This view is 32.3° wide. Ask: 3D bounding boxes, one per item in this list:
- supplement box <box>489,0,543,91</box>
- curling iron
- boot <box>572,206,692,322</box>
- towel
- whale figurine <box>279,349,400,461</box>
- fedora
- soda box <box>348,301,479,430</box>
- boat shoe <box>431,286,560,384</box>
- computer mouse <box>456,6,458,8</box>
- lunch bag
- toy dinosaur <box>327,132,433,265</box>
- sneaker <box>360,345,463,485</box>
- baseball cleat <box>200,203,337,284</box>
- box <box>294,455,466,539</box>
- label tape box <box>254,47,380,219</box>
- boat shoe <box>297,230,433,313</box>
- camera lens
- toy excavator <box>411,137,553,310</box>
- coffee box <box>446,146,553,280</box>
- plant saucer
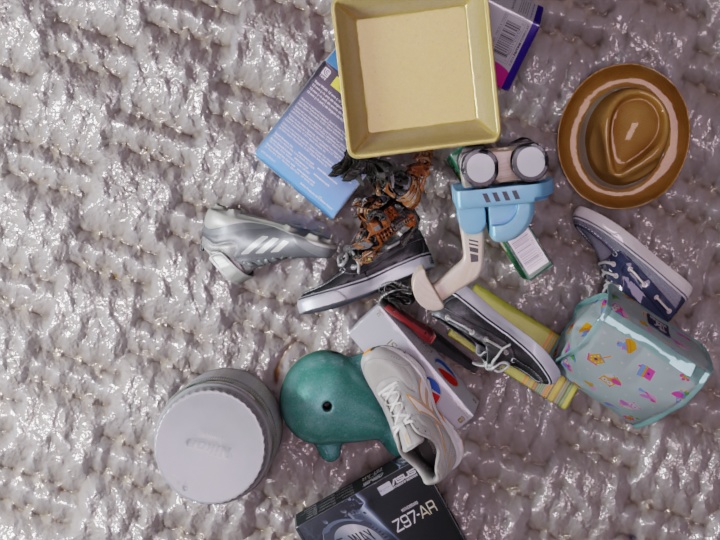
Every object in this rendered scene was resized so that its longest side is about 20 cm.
[{"bbox_3d":[0.135,-0.341,1.672,0.198,0.104,0.102,26,117,-1],"label":"supplement box"},{"bbox_3d":[0.096,0.082,1.700,0.049,0.026,0.200,-32,119,25],"label":"curling iron"},{"bbox_3d":[0.355,0.004,1.707,0.199,0.073,0.091,37,86,-1],"label":"boot"},{"bbox_3d":[0.224,0.107,1.743,0.198,0.018,0.087,32,87,1],"label":"towel"},{"bbox_3d":[-0.015,0.191,1.705,0.197,0.104,0.161,24,92,-5],"label":"whale figurine"},{"bbox_3d":[0.364,-0.184,1.696,0.197,0.082,0.205,0,92,2],"label":"fedora"},{"bbox_3d":[0.074,0.135,1.714,0.064,0.068,0.200,-41,91,17],"label":"soda box"},{"bbox_3d":[0.182,0.102,1.683,0.199,0.073,0.068,41,75,-14],"label":"boat shoe"},{"bbox_3d":[0.077,-0.289,1.635,0.138,0.046,0.203,-9,118,4],"label":"computer mouse"},{"bbox_3d":[0.358,0.110,1.641,0.169,0.200,0.123,34,73,1],"label":"lunch bag"},{"bbox_3d":[0.034,-0.110,1.655,0.135,0.102,0.202,36,66,-16],"label":"toy dinosaur"},{"bbox_3d":[0.064,0.191,1.644,0.075,0.092,0.201,-35,94,25],"label":"sneaker"},{"bbox_3d":[-0.128,-0.026,1.715,0.197,0.070,0.108,17,100,21],"label":"baseball cleat"},{"bbox_3d":[0.030,0.364,1.724,0.198,0.044,0.162,-28,104,1],"label":"box"},{"bbox_3d":[-0.032,-0.193,1.714,0.143,0.066,0.201,38,89,-1],"label":"label tape box"},{"bbox_3d":[0.000,0.000,1.708,0.197,0.074,0.069,-22,84,0],"label":"boat shoe"},{"bbox_3d":[-0.187,0.219,1.661,0.157,0.200,0.163,0,92,1],"label":"camera lens"},{"bbox_3d":[0.154,-0.058,1.585,0.191,0.100,0.204,-6,99,1],"label":"toy excavator"},{"bbox_3d":[0.187,-0.082,1.684,0.044,0.123,0.202,-33,89,3],"label":"coffee box"},{"bbox_3d":[0.071,-0.254,1.575,0.196,0.048,0.204,-6,98,2],"label":"plant saucer"}]
